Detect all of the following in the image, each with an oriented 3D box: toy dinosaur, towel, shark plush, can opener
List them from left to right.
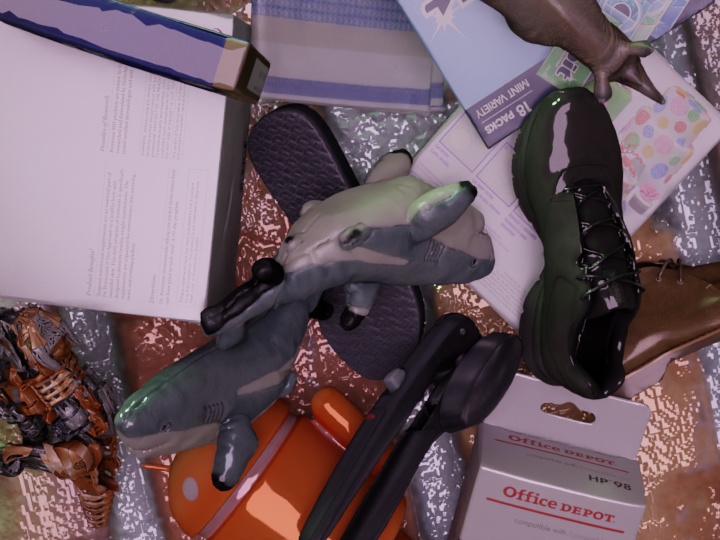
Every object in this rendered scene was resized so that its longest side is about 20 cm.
[{"bbox_3d":[-0.213,0.106,0.962,0.134,0.102,0.202,7,113,24],"label":"toy dinosaur"},{"bbox_3d":[-0.069,0.053,0.910,0.199,0.084,0.091,-36,50,-15],"label":"shark plush"},{"bbox_3d":[-0.004,-0.207,0.955,0.145,0.024,0.202,1,97,-24],"label":"towel"},{"bbox_3d":[0.000,0.000,0.882,0.199,0.090,0.084,-29,123,-33],"label":"shark plush"},{"bbox_3d":[0.025,0.108,0.927,0.063,0.079,0.200,44,69,-6],"label":"can opener"}]

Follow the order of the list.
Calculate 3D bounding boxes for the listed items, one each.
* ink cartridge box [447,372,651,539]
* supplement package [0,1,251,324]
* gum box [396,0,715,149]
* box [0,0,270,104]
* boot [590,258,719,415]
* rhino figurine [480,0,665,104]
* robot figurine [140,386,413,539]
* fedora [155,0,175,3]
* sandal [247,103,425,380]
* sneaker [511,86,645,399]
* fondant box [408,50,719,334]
[{"bbox_3d":[0.121,0.180,0.970,0.115,0.067,0.202,13,112,1],"label":"ink cartridge box"},{"bbox_3d":[-0.179,-0.077,0.938,0.198,0.147,0.193,6,95,1],"label":"supplement package"},{"bbox_3d":[0.098,-0.208,0.899,0.169,0.045,0.201,-32,98,8],"label":"gum box"},{"bbox_3d":[-0.153,-0.139,0.799,0.198,0.121,0.033,19,94,1],"label":"box"},{"bbox_3d":[0.224,0.016,0.976,0.199,0.074,0.076,-33,88,8],"label":"boot"},{"bbox_3d":[0.107,-0.164,0.840,0.200,0.087,0.060,43,101,-7],"label":"rhino figurine"},{"bbox_3d":[-0.049,0.164,0.974,0.199,0.117,0.144,38,134,-2],"label":"robot figurine"},{"bbox_3d":[-0.129,-0.251,0.925,0.177,0.201,0.090,-39,134,26],"label":"fedora"},{"bbox_3d":[-0.008,-0.022,0.983,0.076,0.043,0.202,-19,100,22],"label":"sandal"},{"bbox_3d":[0.145,-0.014,0.898,0.075,0.091,0.202,-10,107,-14],"label":"sneaker"},{"bbox_3d":[0.129,-0.074,0.974,0.144,0.058,0.200,42,97,-2],"label":"fondant box"}]
